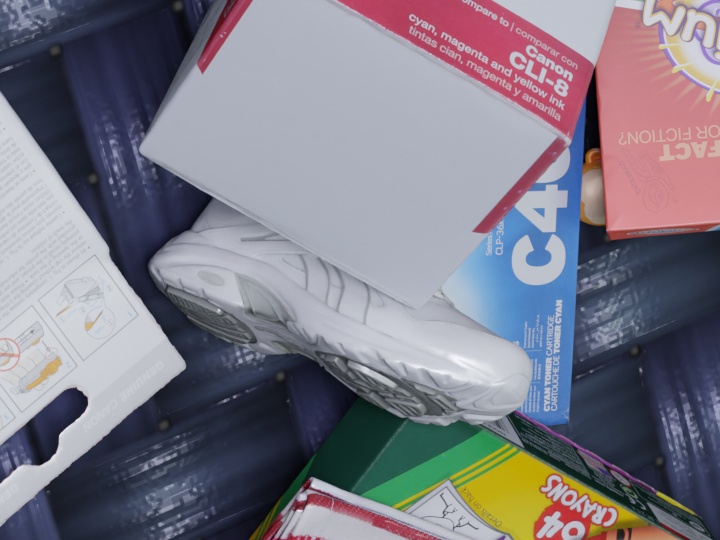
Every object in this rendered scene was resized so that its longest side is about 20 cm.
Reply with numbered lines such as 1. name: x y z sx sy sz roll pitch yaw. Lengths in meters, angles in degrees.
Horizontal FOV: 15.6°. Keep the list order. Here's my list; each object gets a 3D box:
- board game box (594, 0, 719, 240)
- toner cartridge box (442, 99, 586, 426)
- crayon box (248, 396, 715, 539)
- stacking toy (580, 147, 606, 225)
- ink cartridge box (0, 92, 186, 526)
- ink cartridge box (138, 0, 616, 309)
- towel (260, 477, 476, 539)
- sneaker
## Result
1. board game box: 0.186 -0.121 1.256 0.153 0.040 0.201 -5 85 8
2. toner cartridge box: 0.057 -0.024 1.280 0.095 0.043 0.201 -2 100 -23
3. crayon box: 0.050 0.156 1.274 0.200 0.058 0.173 30 105 -26
4. stacking toy: 0.193 -0.073 1.314 0.200 0.110 0.116 -23 109 -8
5. ink cartridge box: -0.195 0.013 1.172 0.161 0.050 0.200 -40 118 -14
6. ink cartridge box: 0.022 -0.121 1.128 0.144 0.145 0.200 28 51 -9
7. towel: -0.014 0.200 1.236 0.144 0.023 0.200 22 111 -24
8. sneaker: 0.000 0.000 1.184 0.100 0.200 0.078 -59 150 -14
